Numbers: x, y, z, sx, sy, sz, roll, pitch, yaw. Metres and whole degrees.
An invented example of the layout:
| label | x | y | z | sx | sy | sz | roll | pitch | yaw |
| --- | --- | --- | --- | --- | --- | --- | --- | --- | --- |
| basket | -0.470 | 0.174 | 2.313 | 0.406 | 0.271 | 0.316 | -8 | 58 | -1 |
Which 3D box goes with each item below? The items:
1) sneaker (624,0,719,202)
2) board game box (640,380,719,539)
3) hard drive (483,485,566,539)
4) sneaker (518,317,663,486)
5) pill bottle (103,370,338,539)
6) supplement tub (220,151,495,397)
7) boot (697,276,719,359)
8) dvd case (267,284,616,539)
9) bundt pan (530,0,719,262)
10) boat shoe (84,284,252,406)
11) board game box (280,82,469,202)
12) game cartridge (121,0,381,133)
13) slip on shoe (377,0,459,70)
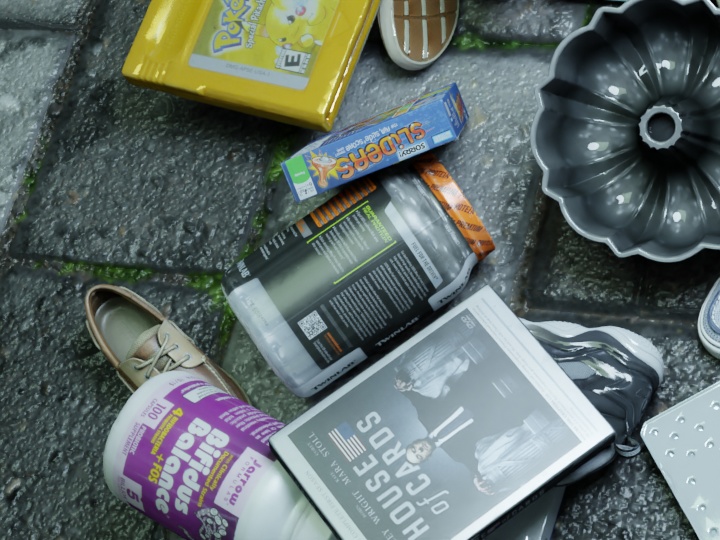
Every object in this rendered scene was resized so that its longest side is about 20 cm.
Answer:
| label | x | y | z | sx | sy | sz | roll | pitch | yaw |
| --- | --- | --- | --- | --- | --- | --- | --- | --- | --- |
| sneaker | 0.252 | -0.149 | 1.448 | 0.081 | 0.088 | 0.200 | 13 | 72 | 27 |
| board game box | 0.331 | 0.147 | 1.293 | 0.200 | 0.026 | 0.200 | -29 | 56 | 4 |
| hard drive | 0.045 | 0.192 | 1.379 | 0.200 | 0.025 | 0.132 | 9 | 66 | 25 |
| sneaker | 0.121 | 0.096 | 1.358 | 0.200 | 0.076 | 0.114 | 2 | 45 | 18 |
| pill bottle | -0.086 | 0.163 | 1.360 | 0.200 | 0.112 | 0.112 | 25 | 74 | 28 |
| supplement tub | 0.000 | 0.000 | 1.445 | 0.200 | 0.123 | 0.123 | -34 | 56 | 1 |
| boot | 0.323 | -0.024 | 1.352 | 0.200 | 0.090 | 0.073 | -44 | 56 | -7 |
| dvd case | 0.057 | 0.120 | 1.287 | 0.200 | 0.025 | 0.150 | -35 | 65 | -11 |
| bundt pan | 0.234 | -0.106 | 1.373 | 0.201 | 0.076 | 0.202 | 0 | 91 | 21 |
| boat shoe | -0.165 | 0.080 | 1.495 | 0.200 | 0.072 | 0.076 | 36 | 80 | 33 |
| board game box | 0.016 | -0.106 | 1.467 | 0.135 | 0.200 | 0.035 | -21 | 97 | 10 |
| game cartridge | -0.088 | -0.222 | 1.574 | 0.200 | 0.032 | 0.177 | 15 | 75 | 19 |
| slip on shoe | 0.040 | -0.262 | 1.617 | 0.061 | 0.076 | 0.200 | -32 | 54 | 52 |
